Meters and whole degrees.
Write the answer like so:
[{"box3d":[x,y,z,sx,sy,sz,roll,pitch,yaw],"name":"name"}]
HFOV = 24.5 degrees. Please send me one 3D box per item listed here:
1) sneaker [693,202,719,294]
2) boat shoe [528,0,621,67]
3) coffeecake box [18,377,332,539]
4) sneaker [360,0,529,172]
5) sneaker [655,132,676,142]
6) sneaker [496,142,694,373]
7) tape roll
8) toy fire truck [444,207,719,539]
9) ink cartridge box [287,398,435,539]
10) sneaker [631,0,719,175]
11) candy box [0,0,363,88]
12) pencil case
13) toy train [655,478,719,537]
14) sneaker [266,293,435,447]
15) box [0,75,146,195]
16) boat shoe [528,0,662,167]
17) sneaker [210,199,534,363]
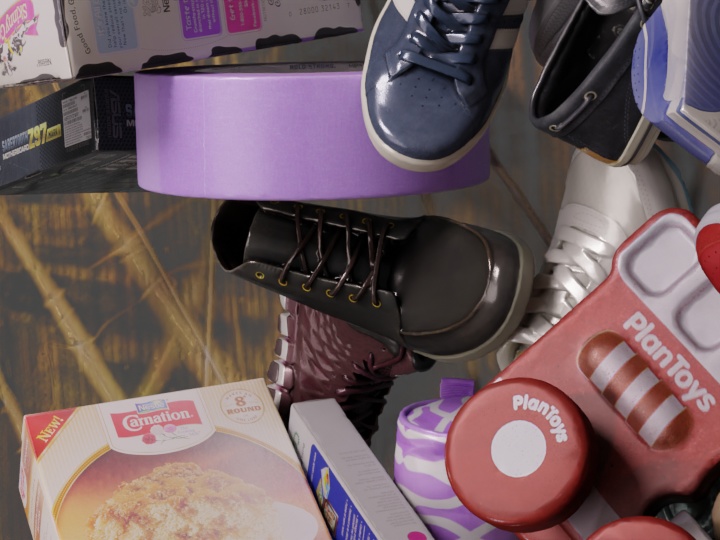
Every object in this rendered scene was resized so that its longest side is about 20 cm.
[{"box3d":[0.191,0.069,0.656,0.200,0.113,0.071,42,158,3],"name":"sneaker"},{"box3d":[0.146,-0.187,0.827,0.200,0.072,0.071,-54,38,34],"name":"boat shoe"},{"box3d":[-0.099,0.169,0.956,0.073,0.153,0.200,105,148,-44],"name":"coffeecake box"},{"box3d":[0.054,-0.147,0.812,0.085,0.075,0.201,103,-174,-71],"name":"sneaker"},{"box3d":[0.183,-0.106,0.773,0.200,0.088,0.075,-20,83,51],"name":"sneaker"},{"box3d":[0.120,0.023,0.870,0.076,0.080,0.201,25,118,45],"name":"sneaker"},{"box3d":[-0.027,-0.082,0.935,0.200,0.199,0.066,11,105,48],"name":"tape roll"},{"box3d":[0.147,0.088,0.737,0.168,0.112,0.200,-43,61,4],"name":"toy fire truck"},{"box3d":[0.004,0.167,0.952,0.200,0.037,0.095,-127,38,-53],"name":"ink cartridge box"},{"box3d":[0.191,-0.036,0.719,0.115,0.199,0.081,-36,37,59],"name":"sneaker"},{"box3d":[-0.128,-0.151,0.938,0.167,0.199,0.072,3,105,49],"name":"candy box"},{"box3d":[0.058,0.173,0.983,0.083,0.086,0.201,5,104,8],"name":"pencil case"},{"box3d":[0.213,0.153,0.795,0.114,0.085,0.201,-13,87,40],"name":"toy train"},{"box3d":[-0.001,0.074,1.034,0.115,0.075,0.201,12,105,45],"name":"sneaker"},{"box3d":[-0.147,-0.087,1.096,0.200,0.157,0.051,-9,85,56],"name":"box"},{"box3d":[0.130,-0.137,0.763,0.075,0.062,0.201,-94,19,-52],"name":"boat shoe"},{"box3d":[0.000,0.000,0.902,0.200,0.106,0.075,2,77,56],"name":"sneaker"}]
